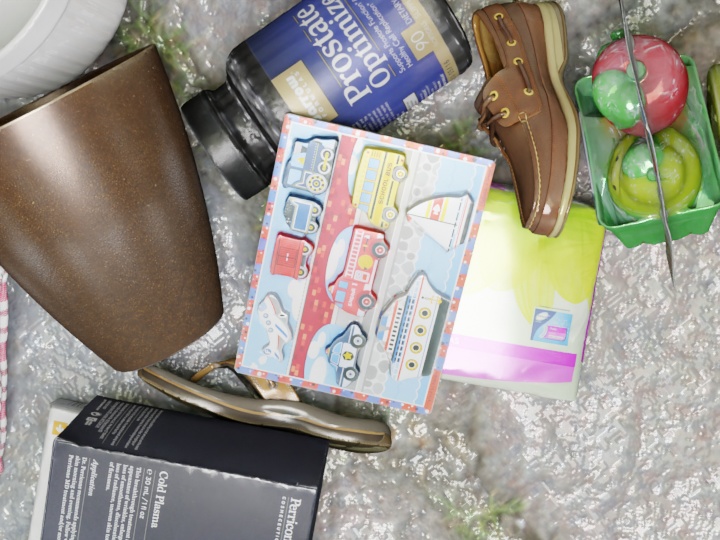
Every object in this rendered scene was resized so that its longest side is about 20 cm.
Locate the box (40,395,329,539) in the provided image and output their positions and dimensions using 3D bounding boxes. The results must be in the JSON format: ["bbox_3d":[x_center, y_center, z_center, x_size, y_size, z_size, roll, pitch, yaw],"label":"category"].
[{"bbox_3d":[-0.130,0.213,0.861,0.182,0.104,0.200,11,101,2],"label":"box"}]

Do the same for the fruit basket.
[{"bbox_3d":[0.183,-0.110,0.811,0.094,0.200,0.185,-15,58,19],"label":"fruit basket"}]

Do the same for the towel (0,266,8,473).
[{"bbox_3d":[-0.343,0.071,0.913,0.146,0.030,0.200,10,117,1],"label":"towel"}]

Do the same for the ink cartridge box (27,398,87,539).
[{"bbox_3d":[-0.163,0.217,0.944,0.198,0.043,0.200,11,93,1],"label":"ink cartridge box"}]

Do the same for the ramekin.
[{"bbox_3d":[-0.260,-0.218,0.863,0.200,0.105,0.200,-3,82,23],"label":"ramekin"}]

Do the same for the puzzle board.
[{"bbox_3d":[0.000,0.000,0.858,0.151,0.017,0.200,13,110,0],"label":"puzzle board"}]

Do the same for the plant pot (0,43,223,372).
[{"bbox_3d":[-0.186,-0.034,0.875,0.187,0.187,0.200,-26,105,3],"label":"plant pot"}]

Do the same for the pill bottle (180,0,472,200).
[{"bbox_3d":[-0.027,-0.142,0.885,0.200,0.112,0.112,-35,92,3],"label":"pill bottle"}]

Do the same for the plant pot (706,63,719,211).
[{"bbox_3d":[0.351,-0.097,0.853,0.193,0.200,0.201,-6,93,14],"label":"plant pot"}]

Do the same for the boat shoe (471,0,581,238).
[{"bbox_3d":[0.115,-0.112,0.869,0.068,0.072,0.200,4,60,-9],"label":"boat shoe"}]

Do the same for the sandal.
[{"bbox_3d":[-0.070,0.095,0.920,0.200,0.082,0.055,13,77,2],"label":"sandal"}]

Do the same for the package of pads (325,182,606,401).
[{"bbox_3d":[0.078,0.005,0.913,0.200,0.068,0.155,9,94,0],"label":"package of pads"}]
